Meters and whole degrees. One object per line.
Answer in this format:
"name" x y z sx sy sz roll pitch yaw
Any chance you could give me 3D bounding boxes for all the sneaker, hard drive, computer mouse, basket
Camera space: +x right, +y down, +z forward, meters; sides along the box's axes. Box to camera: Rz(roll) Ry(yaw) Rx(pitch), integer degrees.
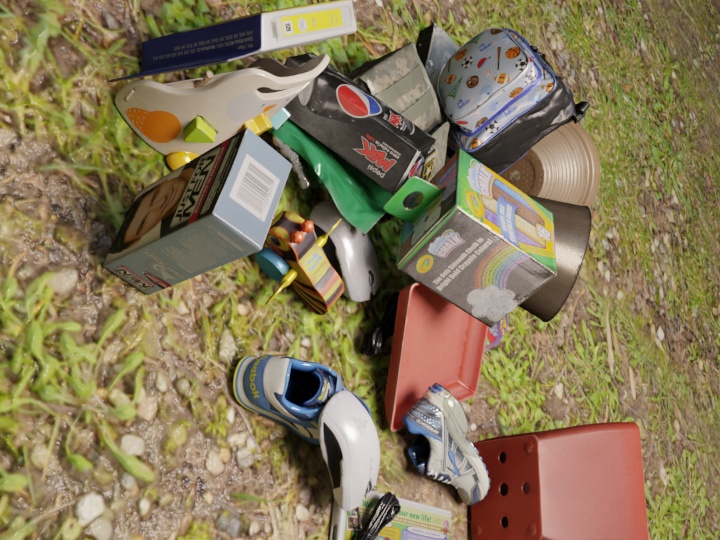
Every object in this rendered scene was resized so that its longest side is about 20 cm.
"sneaker" -0.049 0.151 0.894 0.199 0.082 0.075 29 57 -39
"hard drive" 0.136 -0.279 1.256 0.139 0.038 0.202 35 54 -34
"computer mouse" -0.001 0.231 0.877 0.109 0.044 0.202 -35 121 -45
"sneaker" 0.105 0.244 1.039 0.085 0.077 0.201 -32 118 -15
"basket" 0.209 -0.042 1.139 0.198 0.136 0.182 19 89 -6
"computer mouse" 0.000 0.000 1.009 0.110 0.044 0.201 -40 107 -45

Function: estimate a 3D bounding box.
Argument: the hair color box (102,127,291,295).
"hair color box" -0.161 -0.051 0.756 0.060 0.199 0.100 37 53 -31

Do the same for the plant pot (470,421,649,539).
"plant pot" 0.262 0.312 1.094 0.175 0.199 0.202 16 66 -31

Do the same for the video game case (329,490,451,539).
"video game case" 0.036 0.372 0.955 0.199 0.022 0.184 26 60 -37

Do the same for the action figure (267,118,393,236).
"action figure" -0.049 -0.130 0.973 0.200 0.055 0.118 44 32 1

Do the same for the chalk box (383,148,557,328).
"chalk box" 0.125 -0.050 0.959 0.199 0.124 0.124 33 38 -16

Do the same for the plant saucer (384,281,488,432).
"plant saucer" 0.103 0.095 1.051 0.199 0.037 0.202 -11 114 -47

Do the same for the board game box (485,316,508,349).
"board game box" 0.190 0.021 1.210 0.157 0.039 0.202 0 78 -46

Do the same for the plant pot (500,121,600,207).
"plant pot" 0.261 -0.149 1.219 0.092 0.200 0.203 -14 88 -49

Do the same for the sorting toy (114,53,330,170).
"sorting toy" -0.126 -0.189 0.851 0.199 0.179 0.108 -27 97 -46

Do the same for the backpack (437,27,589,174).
"backpack" 0.197 -0.259 1.149 0.154 0.199 0.191 46 17 -38

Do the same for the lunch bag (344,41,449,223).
"lunch bag" 0.042 -0.184 1.073 0.164 0.117 0.201 -44 115 -47

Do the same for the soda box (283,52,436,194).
"soda box" -0.011 -0.182 0.953 0.199 0.071 0.063 37 32 10

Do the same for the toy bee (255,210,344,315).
"toy bee" -0.080 -0.020 0.895 0.199 0.108 0.132 29 76 -32

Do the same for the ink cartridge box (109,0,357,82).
"ink cartridge box" -0.139 -0.249 0.844 0.199 0.196 0.047 -27 113 -47
